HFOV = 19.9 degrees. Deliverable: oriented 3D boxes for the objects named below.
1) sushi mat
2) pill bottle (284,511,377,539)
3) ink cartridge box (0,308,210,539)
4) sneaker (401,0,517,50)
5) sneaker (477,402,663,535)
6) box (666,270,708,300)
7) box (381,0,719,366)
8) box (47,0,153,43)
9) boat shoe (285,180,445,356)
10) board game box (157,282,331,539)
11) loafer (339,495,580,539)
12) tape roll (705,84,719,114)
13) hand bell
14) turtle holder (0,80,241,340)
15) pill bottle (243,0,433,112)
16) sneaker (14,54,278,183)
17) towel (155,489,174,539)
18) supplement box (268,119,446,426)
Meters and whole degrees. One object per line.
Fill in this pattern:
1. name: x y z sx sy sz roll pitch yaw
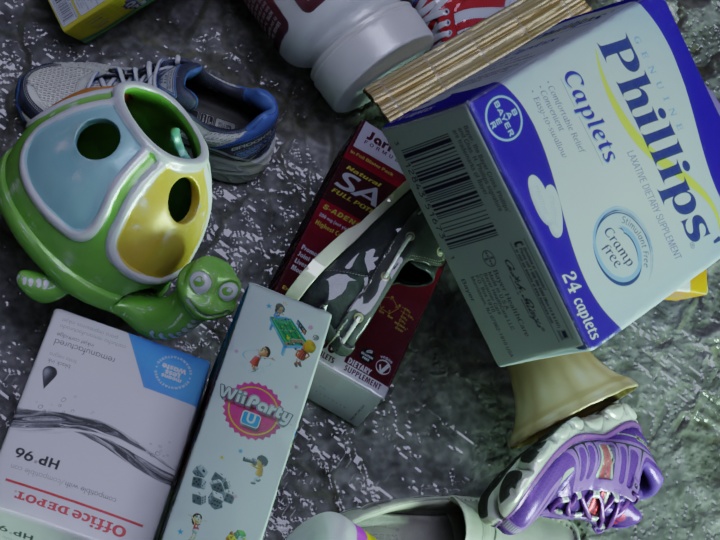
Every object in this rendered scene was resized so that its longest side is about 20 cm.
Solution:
1. sushi mat: 0.107 -0.150 1.558 0.199 0.012 0.096 -31 68 -19
2. pill bottle: 0.027 0.255 1.367 0.199 0.104 0.105 37 58 -16
3. ink cartridge box: -0.182 0.138 1.353 0.115 0.068 0.201 18 54 -4
4. sneaker: 0.066 -0.185 1.617 0.112 0.071 0.201 24 52 -13
5. sneaker: 0.160 0.151 1.456 0.199 0.081 0.084 -15 65 -52
6. box: 0.163 -0.046 1.482 0.198 0.041 0.120 5 78 -30
7. box: 0.148 -0.064 1.389 0.199 0.105 0.185 -33 100 -34
8. box: -0.155 -0.272 1.521 0.199 0.048 0.118 -31 76 13
9. boat shoe: 0.034 -0.020 1.456 0.068 0.072 0.200 43 66 11
10. board game box: -0.086 0.134 1.340 0.064 0.148 0.201 20 57 -4
11. loafer: 0.069 0.193 1.442 0.198 0.070 0.071 0 66 -21
12. tape roll: 0.193 -0.079 1.609 0.198 0.085 0.202 8 63 -17
13. hand bell: 0.114 0.017 1.499 0.103 0.104 0.202 -20 79 -27
14. turtle holder: -0.165 -0.042 1.390 0.140 0.132 0.186 23 33 -35
15. pill bottle: -0.037 -0.229 1.573 0.114 0.114 0.201 -29 79 -29
16. sneaker: -0.151 -0.126 1.498 0.198 0.085 0.078 8 63 -17
17. towel: -0.118 0.247 1.369 0.148 0.031 0.201 -16 73 -27
18. supplement box: 0.000 0.000 1.511 0.108 0.061 0.201 29 58 -6
